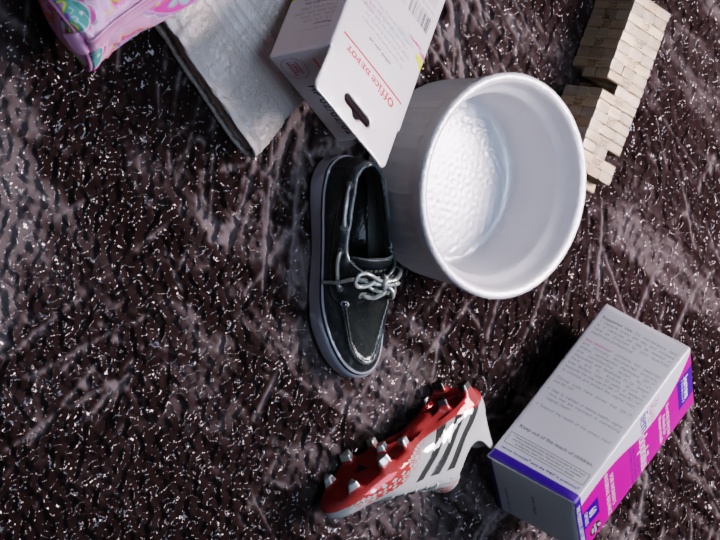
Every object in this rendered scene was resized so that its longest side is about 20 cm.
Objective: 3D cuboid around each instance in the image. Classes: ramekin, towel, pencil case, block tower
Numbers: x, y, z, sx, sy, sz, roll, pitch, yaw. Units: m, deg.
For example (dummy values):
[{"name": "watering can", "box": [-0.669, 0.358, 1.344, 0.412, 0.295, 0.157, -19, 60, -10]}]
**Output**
[{"name": "ramekin", "box": [0.099, -0.079, 1.952, 0.200, 0.098, 0.201, -7, 102, -39]}, {"name": "towel", "box": [-0.099, -0.209, 1.812, 0.133, 0.034, 0.200, -48, 123, -23]}, {"name": "pencil case", "box": [-0.155, -0.240, 1.697, 0.200, 0.087, 0.088, -34, 118, -10]}, {"name": "block tower", "box": [0.233, -0.175, 2.075, 0.058, 0.054, 0.201, 25, 81, -39]}]

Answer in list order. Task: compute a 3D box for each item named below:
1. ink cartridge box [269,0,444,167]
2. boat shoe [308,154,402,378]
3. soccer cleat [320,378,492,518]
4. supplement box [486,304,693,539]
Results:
[{"name": "ink cartridge box", "box": [-0.005, -0.191, 1.827, 0.115, 0.068, 0.201, 49, 48, -38]}, {"name": "boat shoe", "box": [0.002, -0.001, 1.903, 0.073, 0.068, 0.200, -6, 101, -38]}, {"name": "soccer cleat", "box": [0.046, 0.178, 1.969, 0.200, 0.068, 0.085, -38, 115, -34]}, {"name": "supplement box", "box": [0.221, 0.148, 2.065, 0.200, 0.103, 0.101, -51, 151, -23]}]
